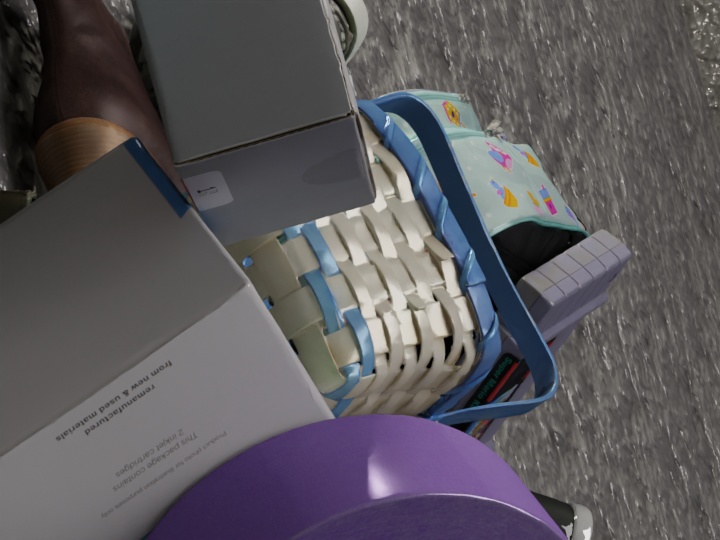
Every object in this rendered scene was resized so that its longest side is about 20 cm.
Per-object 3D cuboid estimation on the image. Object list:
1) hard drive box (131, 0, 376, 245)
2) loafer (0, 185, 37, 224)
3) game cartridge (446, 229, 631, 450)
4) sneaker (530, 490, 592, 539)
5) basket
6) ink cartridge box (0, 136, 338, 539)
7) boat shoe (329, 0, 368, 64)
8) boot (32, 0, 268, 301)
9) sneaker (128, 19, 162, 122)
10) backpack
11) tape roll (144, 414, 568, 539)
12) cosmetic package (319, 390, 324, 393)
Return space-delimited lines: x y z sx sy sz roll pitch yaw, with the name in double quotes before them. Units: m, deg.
"hard drive box" -0.057 -0.128 1.218 0.156 0.076 0.201 74 0 -77
"loafer" -0.134 0.028 1.350 0.200 0.069 0.076 49 27 -52
"game cartridge" 0.077 0.070 1.747 0.038 0.200 0.130 39 29 8
"sneaker" 0.048 0.158 1.708 0.099 0.200 0.071 24 64 -16
"basket" 0.000 0.000 1.438 0.199 0.139 0.177 -12 71 -44
"ink cartridge box" -0.085 0.083 1.238 0.200 0.146 0.147 59 -6 -36
"boat shoe" -0.062 -0.076 1.566 0.072 0.202 0.060 36 42 5
"boot" -0.108 -0.053 1.524 0.200 0.072 0.167 48 26 -56
"sneaker" -0.098 -0.119 1.652 0.080 0.075 0.200 63 1 18
"backpack" 0.027 -0.017 1.750 0.154 0.176 0.200 55 14 6
"tape roll" -0.002 0.160 1.189 0.200 0.200 0.066 58 -5 -36
"cosmetic package" -0.035 0.092 1.580 0.051 0.082 0.200 71 15 12
